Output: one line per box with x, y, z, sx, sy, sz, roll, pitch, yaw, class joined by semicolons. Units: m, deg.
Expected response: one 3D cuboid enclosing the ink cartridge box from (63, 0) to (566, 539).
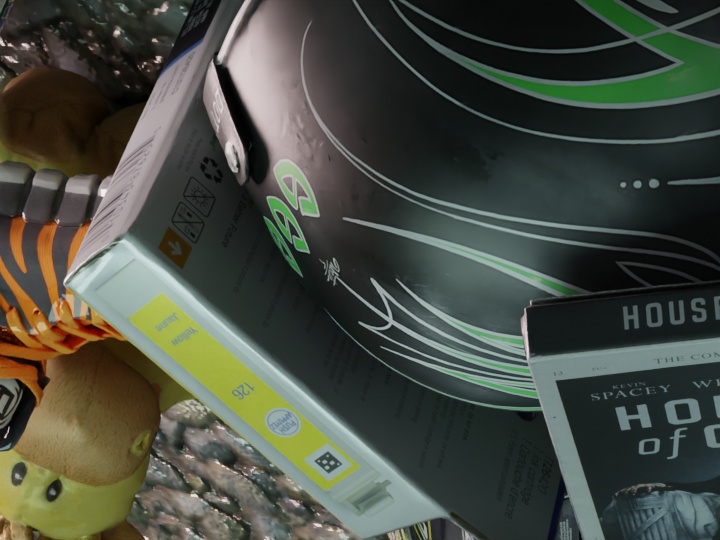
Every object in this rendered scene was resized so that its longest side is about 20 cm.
0.000;0.000;1.089;0.047;0.198;0.200;-33;113;32;ink cartridge box

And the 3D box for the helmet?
0.067;-0.047;0.997;0.191;0.200;0.200;41;150;15;helmet

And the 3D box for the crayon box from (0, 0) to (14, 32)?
-0.229;-0.124;1.190;0.173;0.058;0.200;48;148;7;crayon box

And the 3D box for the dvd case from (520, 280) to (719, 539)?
0.140;0.055;0.966;0.150;0.025;0.200;-7;152;9;dvd case

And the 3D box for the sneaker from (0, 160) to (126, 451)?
-0.110;0.022;1.155;0.200;0.112;0.078;9;163;30;sneaker

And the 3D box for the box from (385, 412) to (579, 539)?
0.044;0.096;1.239;0.200;0.049;0.161;83;163;-52;box

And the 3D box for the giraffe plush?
-0.118;0.039;1.266;0.172;0.162;0.200;19;145;16;giraffe plush

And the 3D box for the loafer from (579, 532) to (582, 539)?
0.143;0.114;1.261;0.071;0.073;0.200;-23;131;26;loafer
